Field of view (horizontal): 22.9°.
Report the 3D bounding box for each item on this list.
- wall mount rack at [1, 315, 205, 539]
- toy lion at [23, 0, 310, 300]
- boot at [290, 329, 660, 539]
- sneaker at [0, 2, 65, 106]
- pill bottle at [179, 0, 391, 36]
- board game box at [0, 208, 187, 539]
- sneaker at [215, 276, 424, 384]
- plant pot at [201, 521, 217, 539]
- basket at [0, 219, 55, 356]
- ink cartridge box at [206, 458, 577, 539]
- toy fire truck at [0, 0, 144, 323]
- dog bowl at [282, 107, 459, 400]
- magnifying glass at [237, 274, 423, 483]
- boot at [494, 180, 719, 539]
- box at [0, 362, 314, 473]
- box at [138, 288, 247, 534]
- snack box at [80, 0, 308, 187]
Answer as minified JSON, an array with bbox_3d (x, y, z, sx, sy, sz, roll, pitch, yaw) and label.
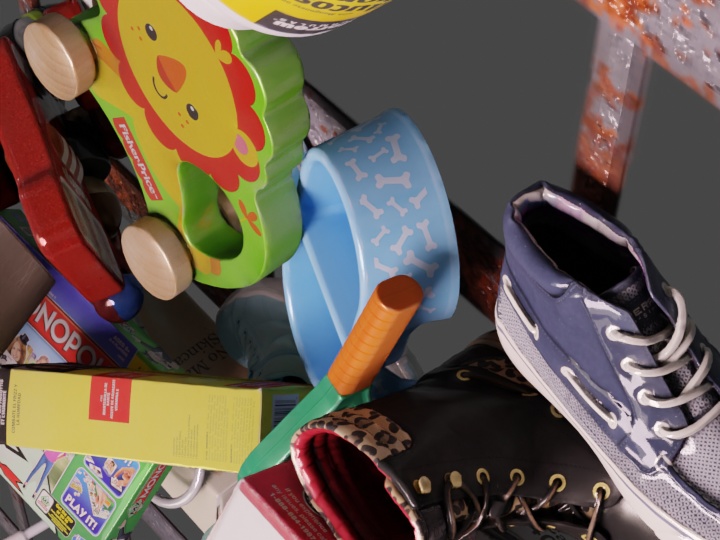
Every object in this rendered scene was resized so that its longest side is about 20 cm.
[{"bbox_3d":[-0.198,0.089,1.204,0.174,0.074,0.201,-41,70,26],"label":"wall mount rack"},{"bbox_3d":[-0.085,-0.083,0.925,0.191,0.068,0.202,4,122,54],"label":"toy lion"},{"bbox_3d":[0.075,0.109,0.850,0.200,0.150,0.074,41,132,35],"label":"boot"},{"bbox_3d":[-0.248,-0.129,1.226,0.072,0.083,0.200,56,156,-1],"label":"sneaker"},{"bbox_3d":[-0.016,-0.160,0.733,0.113,0.112,0.200,59,156,-9],"label":"pill bottle"},{"bbox_3d":[-0.199,0.074,1.151,0.200,0.029,0.135,41,109,23],"label":"board game box"},{"bbox_3d":[-0.048,0.059,1.099,0.199,0.082,0.075,12,130,55],"label":"sneaker"},{"bbox_3d":[-0.008,0.206,1.093,0.162,0.199,0.201,62,157,12],"label":"plant pot"},{"bbox_3d":[-0.289,0.036,1.051,0.181,0.200,0.136,48,171,-8],"label":"basket"},{"bbox_3d":[0.034,0.155,0.925,0.145,0.199,0.084,43,125,24],"label":"ink cartridge box"},{"bbox_3d":[-0.184,-0.054,1.089,0.200,0.111,0.169,73,176,-71],"label":"toy fire truck"},{"bbox_3d":[0.000,0.000,0.935,0.201,0.049,0.112,108,145,-60],"label":"dog bowl"},{"bbox_3d":[-0.011,0.066,0.904,0.022,0.079,0.201,55,146,22],"label":"magnifying glass"},{"bbox_3d":[0.129,0.049,0.776,0.200,0.073,0.091,42,158,29],"label":"boot"},{"bbox_3d":[-0.119,0.085,1.041,0.198,0.075,0.051,3,90,34],"label":"box"},{"bbox_3d":[-0.130,0.088,1.273,0.200,0.095,0.078,42,152,23],"label":"box"},{"bbox_3d":[-0.102,-0.124,1.024,0.116,0.037,0.201,0,121,61],"label":"snack box"}]
